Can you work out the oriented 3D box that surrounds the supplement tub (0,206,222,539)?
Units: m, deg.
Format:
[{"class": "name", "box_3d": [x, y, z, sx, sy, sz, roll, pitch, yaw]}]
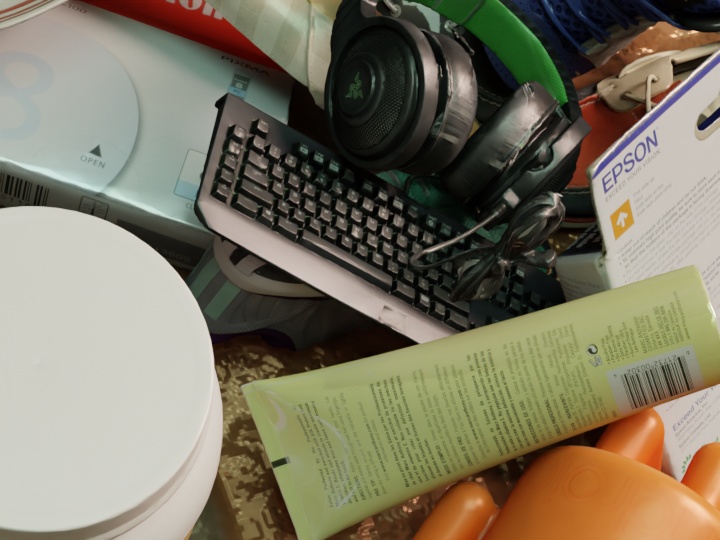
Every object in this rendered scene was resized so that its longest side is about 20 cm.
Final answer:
[{"class": "supplement tub", "box_3d": [-0.132, 0.075, 0.726, 0.144, 0.200, 0.145, 6, 62, -12]}]

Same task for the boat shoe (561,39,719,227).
[{"class": "boat shoe", "box_3d": [0.162, -0.080, 0.960, 0.200, 0.063, 0.071, -19, 72, -21]}]

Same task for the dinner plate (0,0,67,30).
[{"class": "dinner plate", "box_3d": [-0.185, -0.169, 0.904, 0.200, 0.024, 0.200, -7, 48, 8]}]

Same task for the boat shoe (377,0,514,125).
[{"class": "boat shoe", "box_3d": [0.021, -0.157, 0.960, 0.067, 0.057, 0.200, -29, 75, -39]}]

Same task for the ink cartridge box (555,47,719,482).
[{"class": "ink cartridge box", "box_3d": [0.174, -0.023, 0.874, 0.041, 0.200, 0.200, 18, 49, 44]}]

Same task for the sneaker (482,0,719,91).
[{"class": "sneaker", "box_3d": [0.130, -0.145, 0.866, 0.081, 0.199, 0.115, 52, 31, -12]}]

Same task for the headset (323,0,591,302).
[{"class": "headset", "box_3d": [0.051, -0.068, 0.811, 0.123, 0.094, 0.200, 25, 43, -23]}]

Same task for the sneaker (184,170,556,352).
[{"class": "sneaker", "box_3d": [0.000, 0.000, 0.882, 0.200, 0.088, 0.074, 3, 56, -40]}]

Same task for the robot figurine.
[{"class": "robot figurine", "box_3d": [0.091, 0.155, 0.789, 0.144, 0.117, 0.200, 40, 66, -17]}]

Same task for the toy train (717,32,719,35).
[{"class": "toy train", "box_3d": [0.139, -0.188, 0.948, 0.200, 0.116, 0.085, 19, 55, 21]}]

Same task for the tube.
[{"class": "tube", "box_3d": [0.054, 0.051, 0.790, 0.200, 0.052, 0.058, -20, 60, 7]}]

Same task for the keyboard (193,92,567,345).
[{"class": "keyboard", "box_3d": [0.021, -0.023, 0.836, 0.200, 0.021, 0.127, 29, 43, -21]}]

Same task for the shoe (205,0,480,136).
[{"class": "shoe", "box_3d": [-0.022, -0.113, 0.907, 0.200, 0.070, 0.053, 41, 101, -1]}]

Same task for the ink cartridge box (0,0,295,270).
[{"class": "ink cartridge box", "box_3d": [-0.108, -0.110, 0.914, 0.160, 0.047, 0.200, 19, 62, -5]}]
